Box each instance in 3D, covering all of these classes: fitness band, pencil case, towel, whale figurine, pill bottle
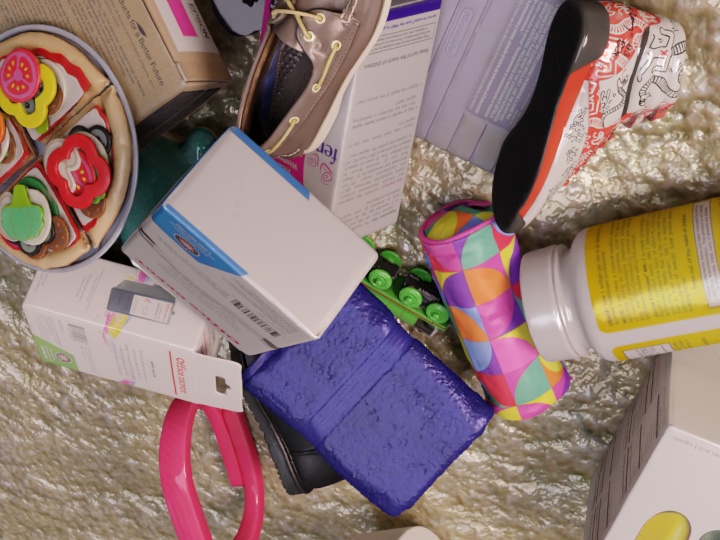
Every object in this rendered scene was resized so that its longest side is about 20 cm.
[{"bbox_3d":[-0.149,0.213,1.155,0.037,0.144,0.201,-4,118,21],"label":"fitness band"},{"bbox_3d":[0.120,0.034,1.005,0.088,0.089,0.201,-13,117,24],"label":"pencil case"},{"bbox_3d":[0.006,0.109,1.035,0.200,0.050,0.148,43,107,2],"label":"towel"},{"bbox_3d":[-0.188,-0.071,1.027,0.159,0.104,0.200,-36,102,32],"label":"whale figurine"},{"bbox_3d":[0.238,0.011,0.931,0.199,0.114,0.115,-13,115,24],"label":"pill bottle"}]

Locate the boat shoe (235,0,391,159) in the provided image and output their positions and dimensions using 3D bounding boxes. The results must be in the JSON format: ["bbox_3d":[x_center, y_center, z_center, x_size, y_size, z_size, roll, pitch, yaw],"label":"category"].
[{"bbox_3d":[-0.036,-0.163,0.808,0.072,0.059,0.201,43,128,21],"label":"boat shoe"}]

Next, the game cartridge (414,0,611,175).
[{"bbox_3d":[0.111,-0.179,0.911,0.129,0.038,0.201,24,124,-2],"label":"game cartridge"}]

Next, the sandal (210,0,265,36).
[{"bbox_3d":[-0.058,-0.265,0.908,0.076,0.043,0.200,43,123,-9],"label":"sandal"}]

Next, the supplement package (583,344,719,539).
[{"bbox_3d":[0.298,0.189,0.993,0.151,0.151,0.201,21,124,4],"label":"supplement package"}]

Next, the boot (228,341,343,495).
[{"bbox_3d":[-0.019,0.116,1.100,0.167,0.076,0.201,-15,105,18],"label":"boot"}]

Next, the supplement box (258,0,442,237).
[{"bbox_3d":[-0.019,-0.132,0.916,0.101,0.103,0.201,28,124,29],"label":"supplement box"}]

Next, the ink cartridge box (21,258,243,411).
[{"bbox_3d":[-0.193,0.056,1.037,0.198,0.068,0.117,15,150,3],"label":"ink cartridge box"}]

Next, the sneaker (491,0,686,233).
[{"bbox_3d":[0.179,-0.110,0.888,0.107,0.067,0.202,2,127,-21],"label":"sneaker"}]

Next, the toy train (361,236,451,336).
[{"bbox_3d":[0.000,0.000,1.048,0.199,0.042,0.057,31,133,-1],"label":"toy train"}]

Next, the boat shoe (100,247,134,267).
[{"bbox_3d":[-0.279,0.000,1.116,0.199,0.072,0.068,36,122,-4],"label":"boat shoe"}]

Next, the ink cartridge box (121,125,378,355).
[{"bbox_3d":[-0.093,-0.014,0.888,0.146,0.085,0.200,41,162,-11],"label":"ink cartridge box"}]

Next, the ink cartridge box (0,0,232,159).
[{"bbox_3d":[-0.220,-0.200,0.942,0.164,0.075,0.201,-28,85,28],"label":"ink cartridge box"}]

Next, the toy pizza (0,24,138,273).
[{"bbox_3d":[-0.263,-0.096,0.924,0.199,0.032,0.202,6,103,28],"label":"toy pizza"}]

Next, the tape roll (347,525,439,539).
[{"bbox_3d":[0.039,0.361,1.147,0.070,0.203,0.204,-13,115,25],"label":"tape roll"}]
